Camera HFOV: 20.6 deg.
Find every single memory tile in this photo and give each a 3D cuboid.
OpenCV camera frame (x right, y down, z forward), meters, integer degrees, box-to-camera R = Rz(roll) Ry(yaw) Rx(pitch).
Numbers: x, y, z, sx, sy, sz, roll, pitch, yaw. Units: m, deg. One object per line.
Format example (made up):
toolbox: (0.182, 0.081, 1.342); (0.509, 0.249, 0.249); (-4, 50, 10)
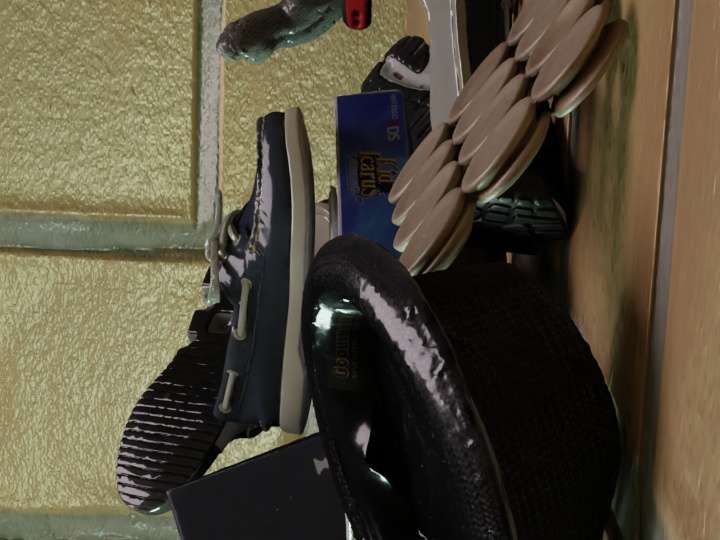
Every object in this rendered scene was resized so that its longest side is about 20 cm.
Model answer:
memory tile: (0.064, -0.071, 0.922); (0.153, 0.017, 0.200); (-53, 9, 13)

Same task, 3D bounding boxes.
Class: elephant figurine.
elephant figurine: (0.006, -0.230, 1.326); (0.155, 0.199, 0.142); (-89, 2, -50)

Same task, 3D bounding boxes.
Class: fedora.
fedora: (0.051, 0.070, 0.819); (0.201, 0.091, 0.201); (55, 157, 37)

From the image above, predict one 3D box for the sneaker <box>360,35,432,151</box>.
sneaker: (0.072, -0.095, 1.326); (0.078, 0.090, 0.200); (-46, 27, 6)

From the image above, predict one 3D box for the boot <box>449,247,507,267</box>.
boot: (0.070, 0.064, 1.230); (0.200, 0.064, 0.187); (-100, 11, -71)

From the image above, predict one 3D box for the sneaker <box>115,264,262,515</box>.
sneaker: (-0.079, 0.078, 1.246); (0.200, 0.074, 0.089); (-62, -39, -24)

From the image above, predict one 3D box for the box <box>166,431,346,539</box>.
box: (-0.011, 0.201, 1.196); (0.200, 0.117, 0.197); (18, -127, -78)

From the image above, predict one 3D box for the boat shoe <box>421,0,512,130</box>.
boat shoe: (0.073, -0.133, 1.201); (0.075, 0.062, 0.201); (158, 106, -71)

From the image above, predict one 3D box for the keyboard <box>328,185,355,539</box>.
keyboard: (-0.010, 0.048, 1.041); (0.056, 0.011, 0.201); (81, -176, -51)

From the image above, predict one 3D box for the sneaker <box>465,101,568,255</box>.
sneaker: (0.072, -0.061, 1.059); (0.200, 0.075, 0.088); (124, 155, -86)

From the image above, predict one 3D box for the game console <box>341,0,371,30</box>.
game console: (-0.001, -0.260, 1.118); (0.200, 0.031, 0.177); (-89, -4, -50)

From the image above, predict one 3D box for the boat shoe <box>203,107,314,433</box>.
boat shoe: (-0.057, 0.001, 1.123); (0.075, 0.062, 0.201); (-78, -9, -56)

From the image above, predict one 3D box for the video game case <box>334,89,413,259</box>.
video game case: (0.018, 0.027, 1.101); (0.200, 0.045, 0.182); (-92, -4, -56)

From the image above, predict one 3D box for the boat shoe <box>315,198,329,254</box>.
boat shoe: (0.000, 0.000, 1.288); (0.073, 0.063, 0.200); (54, 165, 22)
